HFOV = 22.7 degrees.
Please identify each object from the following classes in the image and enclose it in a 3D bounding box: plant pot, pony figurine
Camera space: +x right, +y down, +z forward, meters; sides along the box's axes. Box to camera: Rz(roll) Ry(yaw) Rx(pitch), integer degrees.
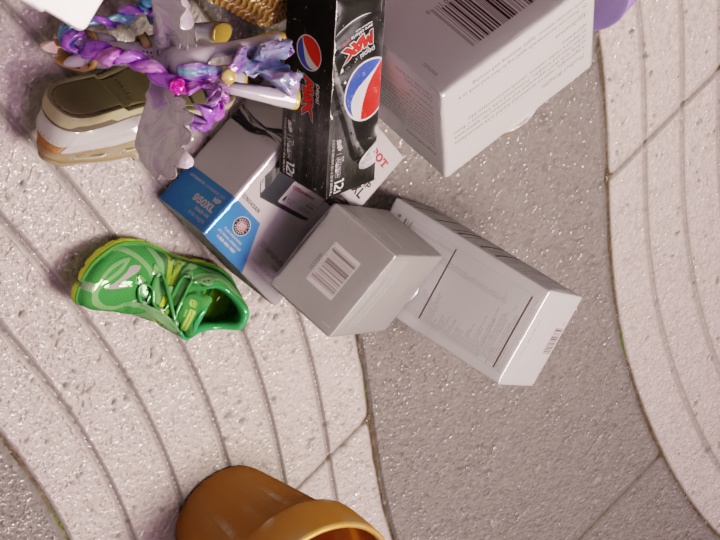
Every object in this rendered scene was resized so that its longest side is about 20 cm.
[{"bbox_3d":[-0.098,0.308,1.906,0.199,0.183,0.201,-22,128,-30],"label":"plant pot"},{"bbox_3d":[-0.152,-0.174,1.529,0.199,0.193,0.168,-1,107,-34],"label":"pony figurine"}]

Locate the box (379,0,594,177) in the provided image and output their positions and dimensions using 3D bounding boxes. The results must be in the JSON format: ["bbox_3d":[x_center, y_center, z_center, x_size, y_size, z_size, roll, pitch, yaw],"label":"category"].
[{"bbox_3d":[0.086,-0.234,1.690,0.199,0.200,0.131,-37,151,-18],"label":"box"}]

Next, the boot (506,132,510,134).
[{"bbox_3d":[0.137,-0.248,1.843,0.154,0.072,0.201,15,106,-43],"label":"boot"}]

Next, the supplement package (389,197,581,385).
[{"bbox_3d":[0.110,0.022,1.879,0.114,0.200,0.109,-60,156,9],"label":"supplement package"}]

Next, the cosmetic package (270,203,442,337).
[{"bbox_3d":[0.000,0.000,1.757,0.107,0.090,0.200,-51,170,8],"label":"cosmetic package"}]

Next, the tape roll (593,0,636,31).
[{"bbox_3d":[0.200,-0.335,1.734,0.085,0.199,0.200,-49,139,-24],"label":"tape roll"}]

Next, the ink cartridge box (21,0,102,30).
[{"bbox_3d":[-0.282,-0.290,1.432,0.200,0.067,0.116,29,95,-42],"label":"ink cartridge box"}]

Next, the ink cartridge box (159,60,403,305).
[{"bbox_3d":[-0.074,-0.091,1.743,0.200,0.084,0.145,-49,138,-6],"label":"ink cartridge box"}]

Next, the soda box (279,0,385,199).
[{"bbox_3d":[-0.025,-0.171,1.617,0.063,0.071,0.201,-24,131,-37],"label":"soda box"}]

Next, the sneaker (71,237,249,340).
[{"bbox_3d":[-0.185,0.020,1.716,0.199,0.083,0.074,7,112,-43],"label":"sneaker"}]

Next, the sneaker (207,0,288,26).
[{"bbox_3d":[-0.133,-0.285,1.564,0.075,0.090,0.200,-40,145,14],"label":"sneaker"}]

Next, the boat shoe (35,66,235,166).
[{"bbox_3d":[-0.206,-0.141,1.612,0.199,0.075,0.069,-11,143,-39],"label":"boat shoe"}]
